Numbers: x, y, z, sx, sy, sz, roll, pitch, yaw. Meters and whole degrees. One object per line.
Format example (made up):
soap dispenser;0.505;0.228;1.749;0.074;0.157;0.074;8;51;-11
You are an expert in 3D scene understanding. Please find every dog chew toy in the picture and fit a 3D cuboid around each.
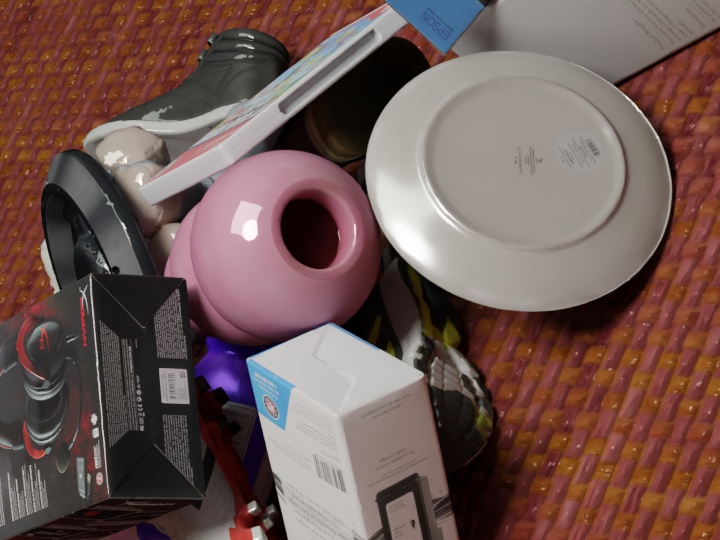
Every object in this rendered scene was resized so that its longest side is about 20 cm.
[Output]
dog chew toy;-0.068;-0.005;1.665;0.200;0.124;0.125;-27;38;62

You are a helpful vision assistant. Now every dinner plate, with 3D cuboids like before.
dinner plate;0.104;-0.064;1.622;0.024;0.200;0.200;103;180;-59

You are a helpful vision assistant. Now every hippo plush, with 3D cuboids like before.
hippo plush;-0.083;-0.037;1.845;0.161;0.200;0.159;-25;51;-6

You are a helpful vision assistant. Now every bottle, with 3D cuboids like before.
bottle;-0.091;0.104;1.754;0.083;0.065;0.200;8;72;29

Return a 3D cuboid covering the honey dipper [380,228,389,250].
honey dipper;0.000;0.000;1.744;0.200;0.038;0.038;-55;28;38

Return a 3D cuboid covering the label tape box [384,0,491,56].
label tape box;0.064;-0.265;1.649;0.200;0.144;0.063;-49;34;3

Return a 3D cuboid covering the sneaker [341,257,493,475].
sneaker;0.031;0.079;1.668;0.085;0.074;0.200;-44;27;22

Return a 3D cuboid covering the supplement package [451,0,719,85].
supplement package;0.163;-0.210;1.718;0.200;0.117;0.117;-27;42;30

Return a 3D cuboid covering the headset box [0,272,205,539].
headset box;-0.188;0.099;1.664;0.200;0.075;0.149;-24;67;52

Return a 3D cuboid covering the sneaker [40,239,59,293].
sneaker;-0.218;0.037;1.968;0.085;0.073;0.200;-49;37;1

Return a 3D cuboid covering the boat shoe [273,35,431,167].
boat shoe;-0.004;-0.116;1.792;0.065;0.073;0.200;-23;3;28

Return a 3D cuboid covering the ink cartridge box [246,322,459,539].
ink cartridge box;0.003;0.147;1.578;0.068;0.200;0.116;-23;27;-24

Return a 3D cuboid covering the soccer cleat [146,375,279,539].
soccer cleat;-0.104;0.162;1.666;0.085;0.069;0.200;-30;62;12

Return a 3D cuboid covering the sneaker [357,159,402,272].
sneaker;0.085;-0.066;1.733;0.200;0.076;0.081;-32;50;35

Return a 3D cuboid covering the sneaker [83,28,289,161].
sneaker;-0.133;-0.136;2.032;0.200;0.071;0.099;-11;50;36

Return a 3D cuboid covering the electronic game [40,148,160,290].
electronic game;-0.178;0.008;1.809;0.042;0.200;0.200;-21;29;-21

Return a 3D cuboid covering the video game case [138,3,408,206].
video game case;-0.052;-0.119;1.728;0.200;0.017;0.143;-41;9;-27

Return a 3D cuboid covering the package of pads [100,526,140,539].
package of pads;-0.245;0.128;1.808;0.076;0.200;0.121;-47;33;33
